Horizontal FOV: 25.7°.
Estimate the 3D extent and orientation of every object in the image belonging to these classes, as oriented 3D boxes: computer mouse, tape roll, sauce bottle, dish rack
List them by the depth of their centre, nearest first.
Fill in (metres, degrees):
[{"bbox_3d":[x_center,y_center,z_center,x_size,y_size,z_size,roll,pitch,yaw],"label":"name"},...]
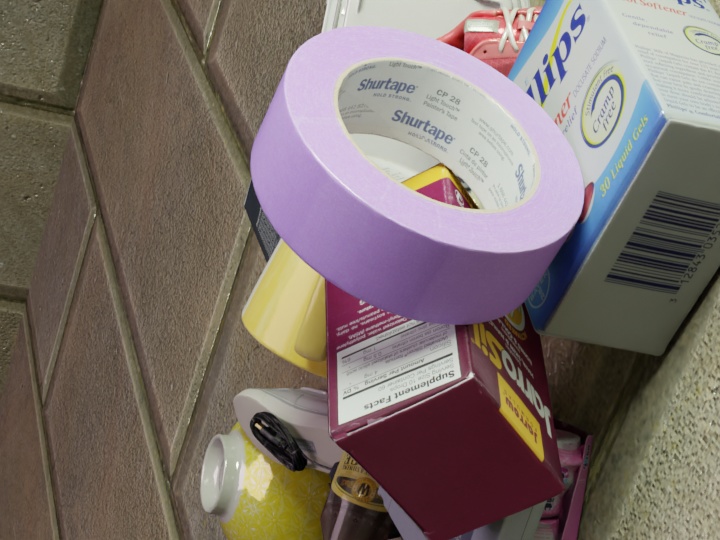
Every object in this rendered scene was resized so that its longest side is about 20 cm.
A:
[{"bbox_3d":[0.035,-0.062,0.970,0.201,0.198,0.066,-102,31,-44],"label":"tape roll"},{"bbox_3d":[0.046,-0.160,1.308,0.044,0.170,0.202,-106,27,-84],"label":"dish rack"},{"bbox_3d":[0.007,0.187,1.331,0.066,0.066,0.201,-30,37,63],"label":"sauce bottle"},{"bbox_3d":[-0.035,0.185,1.421,0.199,0.034,0.059,26,134,37],"label":"computer mouse"}]

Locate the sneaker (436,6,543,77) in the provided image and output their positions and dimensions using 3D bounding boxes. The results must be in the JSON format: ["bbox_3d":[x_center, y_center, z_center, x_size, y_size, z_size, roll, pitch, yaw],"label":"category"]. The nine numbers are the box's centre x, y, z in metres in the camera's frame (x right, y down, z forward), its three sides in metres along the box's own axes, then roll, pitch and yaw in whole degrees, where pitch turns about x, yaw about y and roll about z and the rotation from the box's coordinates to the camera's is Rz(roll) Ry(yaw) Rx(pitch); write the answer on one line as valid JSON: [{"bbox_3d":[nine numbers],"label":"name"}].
[{"bbox_3d":[0.121,-0.164,1.179,0.199,0.087,0.074,-19,54,41],"label":"sneaker"}]

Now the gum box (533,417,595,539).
[{"bbox_3d":[0.097,0.157,1.178,0.200,0.066,0.115,-162,81,-68],"label":"gum box"}]

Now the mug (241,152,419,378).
[{"bbox_3d":[0.006,0.000,1.233,0.154,0.148,0.187,-69,26,16],"label":"mug"}]

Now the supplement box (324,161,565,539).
[{"bbox_3d":[0.051,0.051,1.028,0.103,0.131,0.201,-24,41,19],"label":"supplement box"}]

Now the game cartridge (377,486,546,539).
[{"bbox_3d":[0.069,0.149,1.113,0.134,0.041,0.200,-69,25,19],"label":"game cartridge"}]

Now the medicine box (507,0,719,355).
[{"bbox_3d":[0.171,-0.080,1.049,0.201,0.102,0.183,-106,33,-47],"label":"medicine box"}]

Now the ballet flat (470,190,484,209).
[{"bbox_3d":[0.112,-0.035,1.245,0.069,0.069,0.202,-159,81,-68],"label":"ballet flat"}]

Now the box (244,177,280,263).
[{"bbox_3d":[-0.007,-0.049,1.421,0.200,0.147,0.108,-119,41,-58],"label":"box"}]

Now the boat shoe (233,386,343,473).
[{"bbox_3d":[-0.044,0.141,1.492,0.199,0.068,0.073,1,115,53],"label":"boat shoe"}]

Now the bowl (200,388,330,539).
[{"bbox_3d":[-0.101,0.213,1.604,0.200,0.107,0.202,-170,90,-68],"label":"bowl"}]
